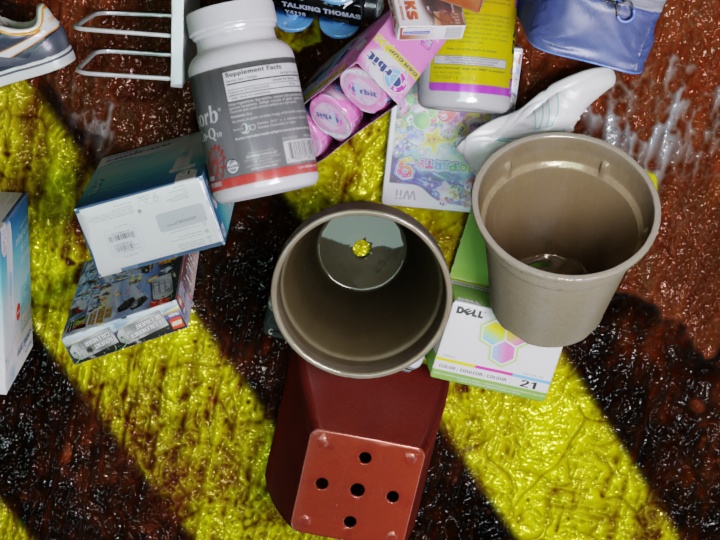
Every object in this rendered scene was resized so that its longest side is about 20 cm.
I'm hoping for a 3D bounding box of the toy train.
[{"bbox_3d":[-0.067,-0.325,1.642,0.200,0.114,0.087,11,151,7],"label":"toy train"}]

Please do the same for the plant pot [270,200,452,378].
[{"bbox_3d":[0.000,0.000,1.721,0.200,0.174,0.200,0,109,-1],"label":"plant pot"}]

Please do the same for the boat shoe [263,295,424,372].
[{"bbox_3d":[-0.022,0.082,1.801,0.200,0.069,0.057,22,106,6],"label":"boat shoe"}]

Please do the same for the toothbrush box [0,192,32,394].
[{"bbox_3d":[-0.437,0.024,1.735,0.085,0.146,0.200,3,109,-1],"label":"toothbrush box"}]

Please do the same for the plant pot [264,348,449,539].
[{"bbox_3d":[-0.005,0.223,1.798,0.200,0.176,0.200,12,108,-4],"label":"plant pot"}]

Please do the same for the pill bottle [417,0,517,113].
[{"bbox_3d":[0.120,-0.276,1.651,0.104,0.104,0.200,4,94,-2],"label":"pill bottle"}]

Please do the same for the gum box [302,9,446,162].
[{"bbox_3d":[-0.007,-0.200,1.636,0.066,0.114,0.200,43,146,-12],"label":"gum box"}]

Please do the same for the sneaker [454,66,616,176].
[{"bbox_3d":[0.209,-0.161,1.702,0.200,0.070,0.080,-32,88,-2],"label":"sneaker"}]

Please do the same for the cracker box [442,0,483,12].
[{"bbox_3d":[0.094,-0.379,1.575,0.134,0.200,0.058,19,150,3],"label":"cracker box"}]

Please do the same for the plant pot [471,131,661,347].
[{"bbox_3d":[0.216,-0.017,1.651,0.200,0.201,0.184,0,143,0],"label":"plant pot"}]

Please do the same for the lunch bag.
[{"bbox_3d":[0.252,-0.302,1.600,0.136,0.200,0.133,13,112,-8],"label":"lunch bag"}]

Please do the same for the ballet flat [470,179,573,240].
[{"bbox_3d":[0.223,-0.076,1.754,0.200,0.065,0.071,22,132,-9],"label":"ballet flat"}]

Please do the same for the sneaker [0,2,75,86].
[{"bbox_3d":[-0.428,-0.240,1.688,0.200,0.078,0.080,-21,113,-4],"label":"sneaker"}]

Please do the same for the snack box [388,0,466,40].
[{"bbox_3d":[0.058,-0.328,1.592,0.072,0.200,0.024,-4,149,-11],"label":"snack box"}]

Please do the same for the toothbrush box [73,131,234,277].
[{"bbox_3d":[-0.224,-0.080,1.679,0.146,0.200,0.085,-15,111,4],"label":"toothbrush box"}]

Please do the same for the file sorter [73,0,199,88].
[{"bbox_3d":[-0.242,-0.314,1.631,0.124,0.139,0.200,3,109,1],"label":"file sorter"}]

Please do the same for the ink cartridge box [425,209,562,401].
[{"bbox_3d":[0.173,0.038,1.778,0.148,0.076,0.200,13,112,-8],"label":"ink cartridge box"}]

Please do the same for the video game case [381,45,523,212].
[{"bbox_3d":[0.105,-0.167,1.745,0.143,0.018,0.200,5,109,-2],"label":"video game case"}]

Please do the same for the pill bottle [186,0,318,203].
[{"bbox_3d":[-0.118,-0.178,1.584,0.116,0.116,0.200,-12,92,4],"label":"pill bottle"}]

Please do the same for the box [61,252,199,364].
[{"bbox_3d":[-0.259,0.026,1.715,0.137,0.200,0.040,-19,114,7],"label":"box"}]
